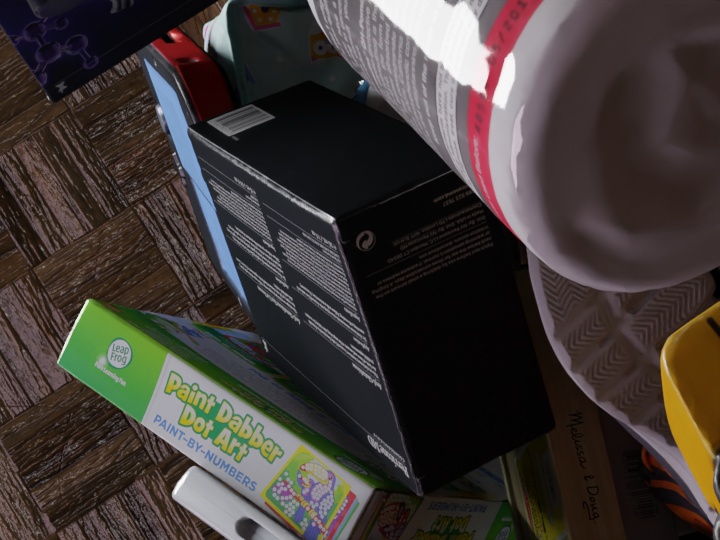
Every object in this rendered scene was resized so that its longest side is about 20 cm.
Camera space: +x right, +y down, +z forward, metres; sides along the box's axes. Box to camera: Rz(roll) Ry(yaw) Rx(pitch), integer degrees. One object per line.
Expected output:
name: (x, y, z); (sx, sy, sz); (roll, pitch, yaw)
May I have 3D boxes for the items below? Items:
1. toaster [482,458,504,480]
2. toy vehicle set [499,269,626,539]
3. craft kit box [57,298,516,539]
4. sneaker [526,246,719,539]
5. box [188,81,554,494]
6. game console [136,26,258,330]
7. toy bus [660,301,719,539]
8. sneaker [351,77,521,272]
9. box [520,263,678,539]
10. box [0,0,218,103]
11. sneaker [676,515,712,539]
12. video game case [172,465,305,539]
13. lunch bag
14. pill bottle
toaster: (0.063, 0.119, 1.045); (0.200, 0.129, 0.114); (12, -176, -13)
toy vehicle set: (0.099, 0.112, 0.831); (0.124, 0.026, 0.200); (104, 157, -71)
craft kit box: (-0.029, 0.089, 0.892); (0.200, 0.049, 0.197); (30, -176, 30)
sneaker: (0.135, 0.057, 0.740); (0.200, 0.078, 0.112); (57, 174, 6)
box: (0.000, 0.000, 0.807); (0.200, 0.079, 0.141); (35, 143, 61)
game console: (-0.090, -0.054, 0.994); (0.200, 0.031, 0.177); (-132, 27, -66)
toy bus: (0.180, 0.099, 0.570); (0.200, 0.078, 0.065); (54, 173, 30)
sneaker: (0.054, -0.033, 0.894); (0.087, 0.075, 0.200); (59, 173, 47)
box: (0.117, 0.065, 0.891); (0.200, 0.036, 0.145); (176, 87, -82)
box: (-0.115, -0.199, 0.857); (0.079, 0.200, 0.141); (54, 174, 28)
sneaker: (0.185, 0.154, 0.912); (0.091, 0.066, 0.200); (59, 173, 5)
video game case: (0.020, 0.178, 0.818); (0.182, 0.023, 0.200); (29, 169, 40)
lunch bag: (-0.023, -0.073, 1.029); (0.170, 0.122, 0.200); (-160, 57, -81)
pill bottle: (0.048, -0.089, 0.506); (0.200, 0.111, 0.111); (51, 172, 48)
